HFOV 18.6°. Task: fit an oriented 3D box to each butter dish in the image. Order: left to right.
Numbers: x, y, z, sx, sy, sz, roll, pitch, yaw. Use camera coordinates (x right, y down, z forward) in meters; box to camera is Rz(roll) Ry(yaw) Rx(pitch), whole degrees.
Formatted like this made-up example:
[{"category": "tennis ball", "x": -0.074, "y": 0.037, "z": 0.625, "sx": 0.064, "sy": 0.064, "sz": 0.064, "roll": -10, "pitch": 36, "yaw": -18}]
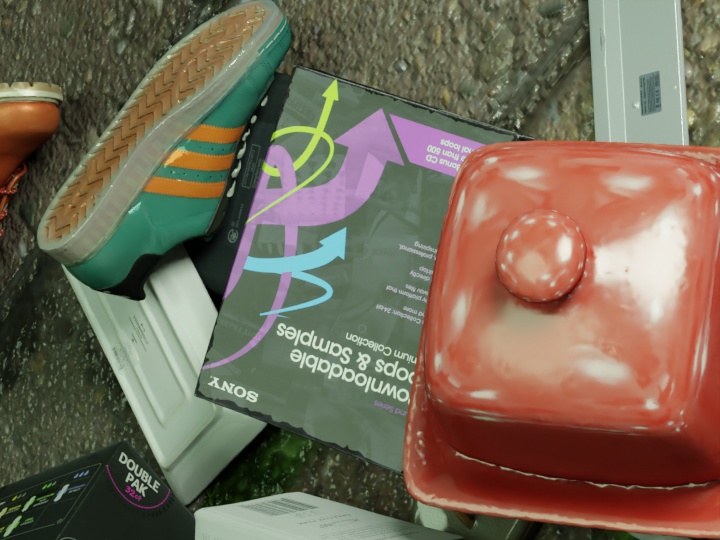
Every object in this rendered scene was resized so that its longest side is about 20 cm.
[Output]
[{"category": "butter dish", "x": 0.105, "y": 0.013, "z": 1.050, "sx": 0.200, "sy": 0.148, "sz": 0.200, "roll": 4, "pitch": 73, "yaw": 24}]

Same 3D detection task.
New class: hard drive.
[{"category": "hard drive", "x": -0.060, "y": -0.051, "z": 1.334, "sx": 0.200, "sy": 0.033, "sz": 0.140, "roll": 18, "pitch": 95, "yaw": 43}]

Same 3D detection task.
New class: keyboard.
[{"category": "keyboard", "x": 0.148, "y": -0.091, "z": 1.164, "sx": 0.056, "sy": 0.011, "sz": 0.200, "roll": -11, "pitch": 75, "yaw": 36}]

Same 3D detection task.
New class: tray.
[{"category": "tray", "x": -0.131, "y": 0.037, "z": 1.360, "sx": 0.107, "sy": 0.022, "sz": 0.200, "roll": -47, "pitch": 62, "yaw": 40}]

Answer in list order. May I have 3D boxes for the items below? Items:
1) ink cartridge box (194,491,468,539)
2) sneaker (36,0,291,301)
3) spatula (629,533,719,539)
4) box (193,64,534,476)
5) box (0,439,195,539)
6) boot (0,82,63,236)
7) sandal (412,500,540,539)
[{"category": "ink cartridge box", "x": -0.005, "y": 0.236, "z": 1.171, "sx": 0.175, "sy": 0.084, "sz": 0.200, "roll": 10, "pitch": 100, "yaw": 44}, {"category": "sneaker", "x": -0.102, "y": -0.070, "z": 1.315, "sx": 0.200, "sy": 0.080, "sz": 0.071, "roll": -49, "pitch": 34, "yaw": 1}, {"category": "spatula", "x": 0.138, "y": 0.125, "z": 1.098, "sx": 0.200, "sy": 0.021, "sz": 0.057, "roll": 32, "pitch": 105, "yaw": 21}, {"category": "box", "x": 0.000, "y": 0.000, "z": 1.233, "sx": 0.143, "sy": 0.036, "sz": 0.200, "roll": 19, "pitch": 97, "yaw": 21}, {"category": "box", "x": -0.170, "y": 0.223, "z": 1.245, "sx": 0.124, "sy": 0.149, "sz": 0.200, "roll": -23, "pitch": 23, "yaw": 38}, {"category": "boot", "x": -0.259, "y": -0.056, "z": 1.502, "sx": 0.200, "sy": 0.075, "sz": 0.107, "roll": -33, "pitch": 64, "yaw": 44}, {"category": "sandal", "x": 0.075, "y": 0.080, "z": 1.164, "sx": 0.082, "sy": 0.055, "sz": 0.200, "roll": 48, "pitch": 118, "yaw": 38}]
